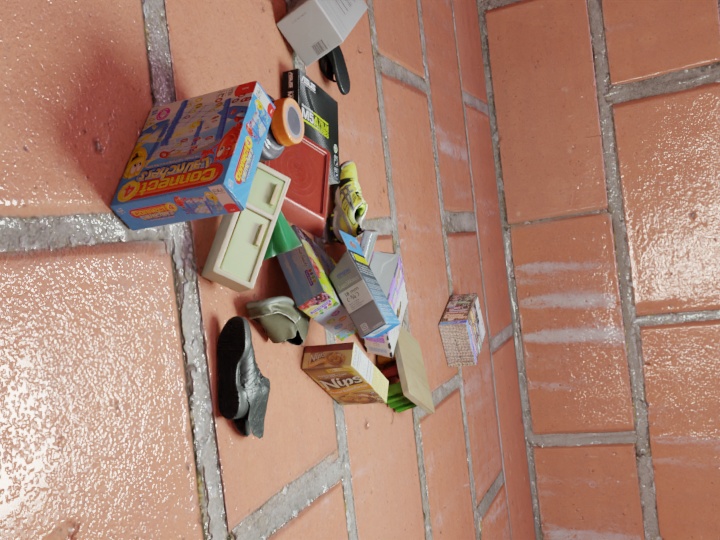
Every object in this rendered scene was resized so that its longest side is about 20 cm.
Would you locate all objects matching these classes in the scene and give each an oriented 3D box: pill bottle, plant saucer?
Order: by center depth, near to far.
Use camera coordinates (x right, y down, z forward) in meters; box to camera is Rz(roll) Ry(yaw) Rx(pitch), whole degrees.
[{"bbox_3d":[-0.190,-0.222,1.190,0.106,0.196,0.109,-6,90,-67],"label":"pill bottle"},{"bbox_3d":[-0.130,-0.192,1.437,0.198,0.036,0.203,27,55,-38],"label":"plant saucer"}]

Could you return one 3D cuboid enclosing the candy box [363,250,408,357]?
[{"bbox_3d":[0.054,0.083,1.776,0.201,0.070,0.170,76,27,-54],"label":"candy box"}]

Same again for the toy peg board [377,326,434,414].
[{"bbox_3d":[0.097,0.261,1.916,0.200,0.096,0.202,46,28,-56],"label":"toy peg board"}]

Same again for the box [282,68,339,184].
[{"bbox_3d":[-0.104,-0.305,1.611,0.199,0.047,0.197,23,66,-65],"label":"box"}]

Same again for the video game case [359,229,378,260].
[{"bbox_3d":[0.000,0.000,1.654,0.200,0.022,0.186,-32,138,-84],"label":"video game case"}]

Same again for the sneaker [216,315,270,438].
[{"bbox_3d":[-0.194,0.183,1.263,0.104,0.059,0.204,18,73,-64],"label":"sneaker"}]

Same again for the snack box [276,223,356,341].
[{"bbox_3d":[-0.082,0.027,1.472,0.170,0.067,0.200,64,10,31],"label":"snack box"}]

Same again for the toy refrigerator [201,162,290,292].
[{"bbox_3d":[-0.188,-0.073,1.233,0.075,0.070,0.203,26,71,-24],"label":"toy refrigerator"}]

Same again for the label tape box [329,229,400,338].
[{"bbox_3d":[-0.004,0.031,1.468,0.202,0.063,0.144,62,9,11],"label":"label tape box"}]

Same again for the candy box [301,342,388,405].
[{"bbox_3d":[-0.028,0.221,1.569,0.200,0.113,0.056,53,37,-51],"label":"candy box"}]

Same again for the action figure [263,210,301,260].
[{"bbox_3d":[-0.191,-0.120,1.317,0.055,0.116,0.203,-116,-174,-82],"label":"action figure"}]

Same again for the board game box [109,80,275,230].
[{"bbox_3d":[-0.237,-0.164,1.066,0.056,0.197,0.199,55,36,-46],"label":"board game box"}]

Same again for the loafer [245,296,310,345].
[{"bbox_3d":[-0.144,0.097,1.377,0.200,0.074,0.071,31,52,-62],"label":"loafer"}]

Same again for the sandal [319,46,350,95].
[{"bbox_3d":[-0.073,-0.503,1.747,0.075,0.047,0.204,-16,87,-65],"label":"sandal"}]

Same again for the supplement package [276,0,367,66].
[{"bbox_3d":[-0.078,-0.553,1.614,0.110,0.113,0.201,51,37,-22],"label":"supplement package"}]

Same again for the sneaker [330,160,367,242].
[{"bbox_3d":[-0.018,-0.160,1.720,0.075,0.075,0.204,38,49,-57],"label":"sneaker"}]

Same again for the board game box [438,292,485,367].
[{"bbox_3d":[0.340,0.196,2.471,0.200,0.095,0.162,-55,134,-57],"label":"board game box"}]
